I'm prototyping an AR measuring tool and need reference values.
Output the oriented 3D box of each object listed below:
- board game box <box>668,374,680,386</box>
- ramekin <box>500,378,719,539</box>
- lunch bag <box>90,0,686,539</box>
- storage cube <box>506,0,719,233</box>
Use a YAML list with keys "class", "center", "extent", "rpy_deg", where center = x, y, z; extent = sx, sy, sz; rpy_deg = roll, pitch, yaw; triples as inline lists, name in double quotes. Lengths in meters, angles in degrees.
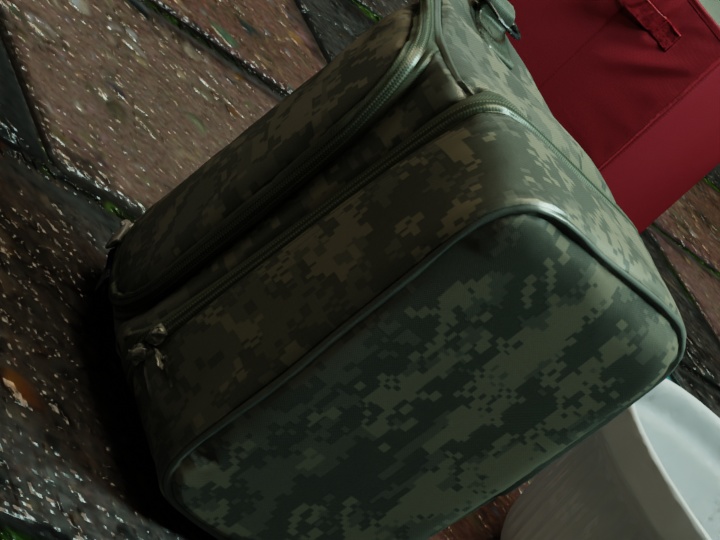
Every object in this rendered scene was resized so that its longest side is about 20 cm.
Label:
- class: "board game box"
  center: [0.144, 0.060, 1.403]
  extent: [0.200, 0.028, 0.136]
  rpy_deg: [31, 23, -45]
- class: "ramekin"
  center: [0.154, 0.156, 1.077]
  extent: [0.200, 0.105, 0.200]
  rpy_deg: [44, 17, -17]
- class: "lunch bag"
  center: [0.000, 0.000, 0.885]
  extent: [0.139, 0.200, 0.168]
  rpy_deg: [37, 23, -41]
- class: "storage cube"
  center: [0.200, -0.157, 1.769]
  extent: [0.171, 0.180, 0.200]
  rpy_deg: [54, 19, 22]
